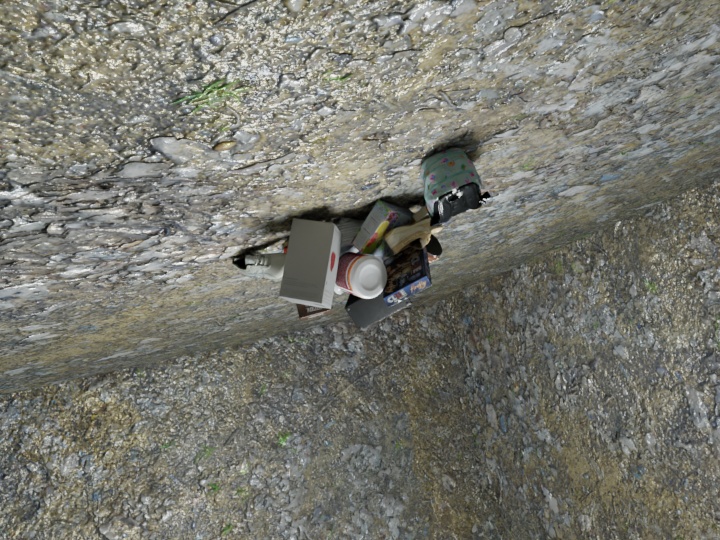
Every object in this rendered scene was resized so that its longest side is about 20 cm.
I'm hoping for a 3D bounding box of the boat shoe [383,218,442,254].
[{"bbox_3d":[0.155,-0.090,1.548,0.196,0.071,0.074,-18,165,-30],"label":"boat shoe"}]

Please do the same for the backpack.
[{"bbox_3d":[0.211,-0.198,1.324,0.164,0.129,0.200,-29,166,7],"label":"backpack"}]

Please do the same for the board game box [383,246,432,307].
[{"bbox_3d":[0.126,0.005,1.548,0.133,0.035,0.202,-29,-155,17],"label":"board game box"}]

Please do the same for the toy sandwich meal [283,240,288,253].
[{"bbox_3d":[-0.158,0.002,1.604,0.070,0.205,0.205,-47,-176,-26],"label":"toy sandwich meal"}]

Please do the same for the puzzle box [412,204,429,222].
[{"bbox_3d":[0.231,-0.172,1.631,0.132,0.026,0.199,-40,163,12],"label":"puzzle box"}]

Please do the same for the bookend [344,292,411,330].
[{"bbox_3d":[0.066,0.066,1.782,0.195,0.093,0.201,-29,-163,21],"label":"bookend"}]

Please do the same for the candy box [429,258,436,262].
[{"bbox_3d":[0.159,-0.065,1.896,0.195,0.119,0.057,-20,-163,24],"label":"candy box"}]

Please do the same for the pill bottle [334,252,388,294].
[{"bbox_3d":[0.000,0.000,1.729,0.197,0.114,0.110,-28,165,24],"label":"pill bottle"}]

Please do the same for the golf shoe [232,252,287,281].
[{"bbox_3d":[-0.279,-0.016,1.580,0.195,0.081,0.096,-8,162,35],"label":"golf shoe"}]

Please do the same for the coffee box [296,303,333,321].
[{"bbox_3d":[-0.161,0.044,1.768,0.111,0.206,0.080,-14,170,-8],"label":"coffee box"}]

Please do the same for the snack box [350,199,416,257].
[{"bbox_3d":[0.073,-0.112,1.568,0.144,0.053,0.198,-54,156,16],"label":"snack box"}]

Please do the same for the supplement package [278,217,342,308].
[{"bbox_3d":[-0.124,-0.016,1.451,0.116,0.207,0.121,8,172,10],"label":"supplement package"}]

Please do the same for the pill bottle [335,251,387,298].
[{"bbox_3d":[-0.014,0.008,1.569,0.110,0.117,0.199,-10,-169,-24],"label":"pill bottle"}]

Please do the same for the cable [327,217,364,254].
[{"bbox_3d":[-0.059,-0.086,1.628,0.196,0.071,0.198,-5,164,-44],"label":"cable"}]

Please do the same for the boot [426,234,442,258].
[{"bbox_3d":[0.179,-0.037,1.768,0.069,0.185,0.203,-48,148,-30],"label":"boot"}]
